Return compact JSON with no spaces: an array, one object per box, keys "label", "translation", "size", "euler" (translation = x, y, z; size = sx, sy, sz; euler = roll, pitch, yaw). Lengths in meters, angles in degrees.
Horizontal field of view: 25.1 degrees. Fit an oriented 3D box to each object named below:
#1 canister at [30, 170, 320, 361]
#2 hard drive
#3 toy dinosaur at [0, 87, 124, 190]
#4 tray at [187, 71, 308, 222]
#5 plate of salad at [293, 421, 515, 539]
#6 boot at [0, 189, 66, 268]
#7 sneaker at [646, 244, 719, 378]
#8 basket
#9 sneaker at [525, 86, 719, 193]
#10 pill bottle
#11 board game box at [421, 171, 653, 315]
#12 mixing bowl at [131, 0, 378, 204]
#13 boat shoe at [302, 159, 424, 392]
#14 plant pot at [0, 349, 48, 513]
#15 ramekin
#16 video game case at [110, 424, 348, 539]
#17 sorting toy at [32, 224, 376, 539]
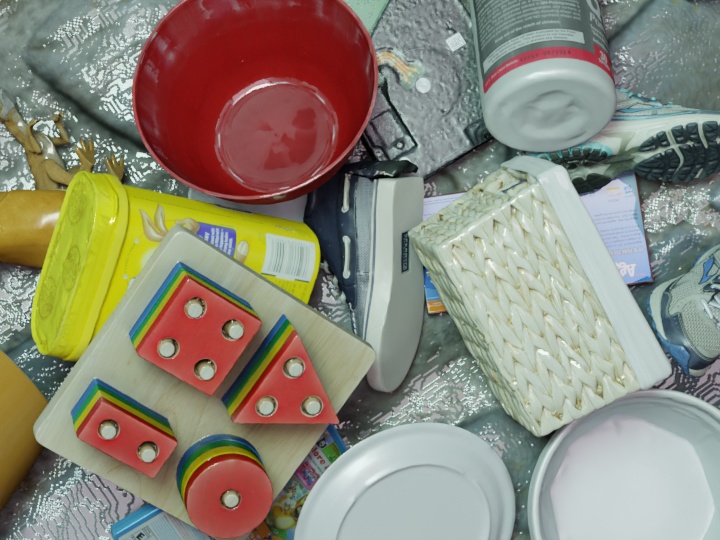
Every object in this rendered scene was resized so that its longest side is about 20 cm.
[{"label":"canister","translation":[-0.147,0.011,1.302],"size":[0.200,0.087,0.149],"euler":[11,109,-29]},{"label":"hard drive","translation":[0.037,-0.184,1.412],"size":[0.140,0.038,0.200],"euler":[-33,88,-5]},{"label":"toy dinosaur","translation":[-0.258,-0.068,1.390],"size":[0.106,0.060,0.200],"euler":[-18,91,28]},{"label":"tray","translation":[-0.094,-0.069,1.405],"size":[0.107,0.022,0.200],"euler":[9,85,-1]},{"label":"plate of salad","translation":[0.035,0.215,1.356],"size":[0.200,0.048,0.200],"euler":[-8,113,-18]},{"label":"boot","translation":[-0.308,-0.026,1.306],"size":[0.201,0.144,0.071],"euler":[11,106,20]},{"label":"sneaker","translation":[0.302,0.015,1.329],"size":[0.085,0.200,0.077],"euler":[-36,95,39]},{"label":"basket","translation":[0.141,0.022,1.320],"size":[0.123,0.136,0.200],"euler":[-31,101,-5]},{"label":"sneaker","translation":[0.239,-0.127,1.395],"size":[0.200,0.078,0.086],"euler":[-6,55,-2]},{"label":"pill bottle","translation":[0.149,-0.209,1.357],"size":[0.111,0.111,0.200],"euler":[-2,59,-3]},{"label":"board game box","translation":[0.149,-0.026,1.414],"size":[0.200,0.019,0.103],"euler":[-8,84,-3]},{"label":"mixing bowl","translation":[-0.079,-0.131,1.333],"size":[0.200,0.108,0.200],"euler":[-3,69,7]},{"label":"boat shoe","translation":[0.000,0.000,1.389],"size":[0.093,0.075,0.200],"euler":[10,100,31]},{"label":"plant pot","translation":[-0.352,0.145,1.304],"size":[0.200,0.200,0.183],"euler":[43,69,1]},{"label":"ramekin","translation":[0.234,0.200,1.357],"size":[0.200,0.105,0.200],"euler":[0,85,-2]},{"label":"video game case","translation":[-0.088,0.215,1.350],"size":[0.200,0.018,0.143],"euler":[-30,119,-4]},{"label":"sorting toy","translation":[-0.113,0.103,1.249],"size":[0.199,0.070,0.200],"euler":[33,96,-24]}]
